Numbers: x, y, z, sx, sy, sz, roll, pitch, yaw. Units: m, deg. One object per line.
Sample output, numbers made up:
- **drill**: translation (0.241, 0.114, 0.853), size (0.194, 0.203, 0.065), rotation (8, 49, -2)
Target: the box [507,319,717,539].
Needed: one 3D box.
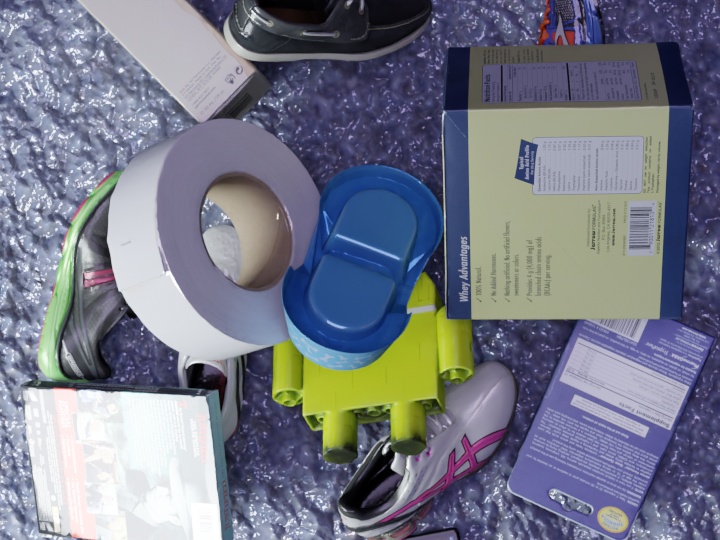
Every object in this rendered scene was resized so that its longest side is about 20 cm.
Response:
- **box**: translation (0.221, 0.127, 1.490), size (0.121, 0.032, 0.201), rotation (24, 89, 6)

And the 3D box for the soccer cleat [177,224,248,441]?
- **soccer cleat**: translation (-0.129, 0.059, 1.497), size (0.068, 0.085, 0.201), rotation (6, 89, 5)

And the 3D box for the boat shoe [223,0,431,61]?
- **boat shoe**: translation (-0.019, -0.228, 1.468), size (0.199, 0.068, 0.072), rotation (-10, 61, -28)

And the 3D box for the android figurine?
- **android figurine**: translation (0.011, 0.070, 1.466), size (0.181, 0.041, 0.201), rotation (-7, 58, 14)

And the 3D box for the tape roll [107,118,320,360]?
- **tape roll**: translation (-0.119, -0.026, 1.443), size (0.071, 0.202, 0.203), rotation (-17, 86, 43)

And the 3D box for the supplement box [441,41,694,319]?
- **supplement box**: translation (0.170, -0.075, 1.411), size (0.199, 0.134, 0.201), rotation (0, 119, 5)

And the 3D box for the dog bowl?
- **dog bowl**: translation (0.000, 0.000, 1.438), size (0.111, 0.050, 0.201), rotation (21, 56, 3)

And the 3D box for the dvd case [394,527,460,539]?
- **dvd case**: translation (0.005, 0.320, 1.510), size (0.199, 0.018, 0.143), rotation (-11, 87, 6)

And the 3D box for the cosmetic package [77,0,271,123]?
- **cosmetic package**: translation (-0.178, -0.217, 1.503), size (0.073, 0.104, 0.200), rotation (-44, 86, 2)

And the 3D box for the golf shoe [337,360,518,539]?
- **golf shoe**: translation (0.062, 0.158, 1.469), size (0.073, 0.092, 0.200), rotation (42, 90, 27)

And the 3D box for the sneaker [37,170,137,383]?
- **sneaker**: translation (-0.234, 0.007, 1.523), size (0.083, 0.077, 0.201), rotation (14, 96, -7)

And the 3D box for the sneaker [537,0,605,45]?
- **sneaker**: translation (0.181, -0.196, 1.486), size (0.078, 0.075, 0.201), rotation (-12, 85, 8)

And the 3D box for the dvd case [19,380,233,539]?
- **dvd case**: translation (-0.209, 0.172, 1.484), size (0.199, 0.022, 0.147), rotation (0, 103, 27)
